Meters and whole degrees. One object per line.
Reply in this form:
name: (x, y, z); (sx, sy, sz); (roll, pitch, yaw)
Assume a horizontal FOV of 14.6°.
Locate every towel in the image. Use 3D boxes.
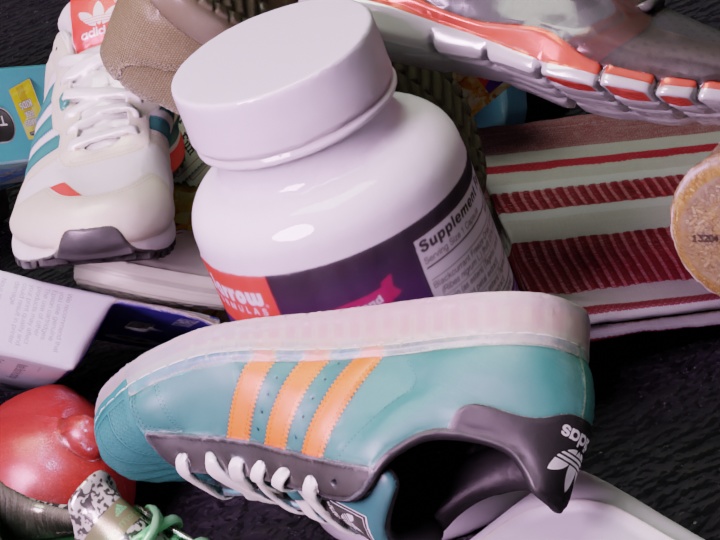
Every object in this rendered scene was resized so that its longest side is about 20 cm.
towel: (0.129, -0.023, 1.221); (0.144, 0.023, 0.200); (-7, 26, -5)

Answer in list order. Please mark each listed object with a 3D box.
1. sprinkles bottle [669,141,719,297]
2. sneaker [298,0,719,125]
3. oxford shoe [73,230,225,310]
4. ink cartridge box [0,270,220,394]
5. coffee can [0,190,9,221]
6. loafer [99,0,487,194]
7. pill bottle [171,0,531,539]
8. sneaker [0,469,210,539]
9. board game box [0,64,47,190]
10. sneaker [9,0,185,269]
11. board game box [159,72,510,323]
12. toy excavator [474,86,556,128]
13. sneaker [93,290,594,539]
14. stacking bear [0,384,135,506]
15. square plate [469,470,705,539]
sprinkles bottle: (0.194, -0.055, 1.177); (0.068, 0.068, 0.200); (-5, 22, 31)
sneaker: (0.077, -0.111, 1.105); (0.200, 0.082, 0.077); (15, -4, 10)
oxford shoe: (-0.031, -0.010, 1.213); (0.200, 0.058, 0.075); (-1, 7, -28)
ink cartridge box: (-0.171, 0.023, 1.219); (0.200, 0.041, 0.200); (13, -7, -8)
coffee can: (-0.308, -0.046, 1.493); (0.200, 0.147, 0.146); (-29, 27, -14)
loafer: (-0.028, -0.077, 1.172); (0.067, 0.200, 0.076); (-33, 42, 32)
pill bottle: (0.000, 0.000, 1.102); (0.111, 0.200, 0.111); (-18, 26, 9)
sneaker: (-0.081, 0.120, 1.062); (0.200, 0.089, 0.077); (1, 35, 35)
board game box: (-0.240, -0.045, 1.255); (0.151, 0.047, 0.200); (-18, -4, 37)
sneaker: (-0.112, -0.066, 1.179); (0.070, 0.094, 0.200); (-5, 18, 3)
board game box: (-0.039, -0.085, 1.297); (0.200, 0.046, 0.152); (-40, 50, 2)
toy excavator: (0.019, -0.094, 1.366); (0.100, 0.195, 0.200); (-2, 4, 34)
sneaker: (-0.011, 0.063, 1.015); (0.200, 0.071, 0.080); (-11, 61, 26)
stacking bear: (-0.190, 0.092, 1.191); (0.200, 0.122, 0.114); (-4, 28, 18)
square plate: (0.064, 0.147, 0.935); (0.200, 0.028, 0.198); (-33, 37, -25)
